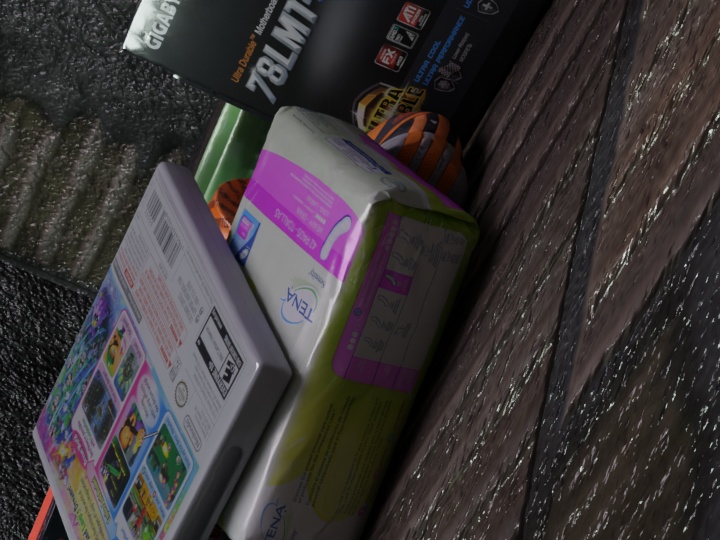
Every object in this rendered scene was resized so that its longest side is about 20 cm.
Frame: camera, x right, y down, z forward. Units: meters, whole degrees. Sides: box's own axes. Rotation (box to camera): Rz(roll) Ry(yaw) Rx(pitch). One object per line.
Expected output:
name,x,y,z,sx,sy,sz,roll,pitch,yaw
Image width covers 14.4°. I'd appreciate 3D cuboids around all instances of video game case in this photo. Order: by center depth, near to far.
video game case,-0.107,0.069,1.461,0.182,0.024,0.200,-63,30,22

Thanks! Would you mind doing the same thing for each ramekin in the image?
ramekin,-0.057,-0.082,2.076,0.200,0.097,0.201,-157,90,-83

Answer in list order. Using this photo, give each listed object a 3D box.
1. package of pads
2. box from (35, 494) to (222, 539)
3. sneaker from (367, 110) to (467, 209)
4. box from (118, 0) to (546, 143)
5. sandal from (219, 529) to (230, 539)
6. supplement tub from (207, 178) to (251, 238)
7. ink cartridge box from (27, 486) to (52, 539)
package of pads,-0.025,0.035,1.425,0.154,0.068,0.201,42,113,60
box,-0.118,0.181,1.570,0.038,0.136,0.201,133,159,-69
sneaker,0.000,0.000,1.561,0.200,0.077,0.112,-54,7,16
box,-0.012,-0.153,1.557,0.200,0.198,0.050,122,169,-48
sandal,-0.046,0.180,1.467,0.200,0.043,0.076,-145,70,-73
supplement tub,-0.083,0.051,1.769,0.123,0.122,0.200,-81,15,-63
ink cartridge box,-0.217,0.203,2.240,0.200,0.057,0.163,40,111,47
